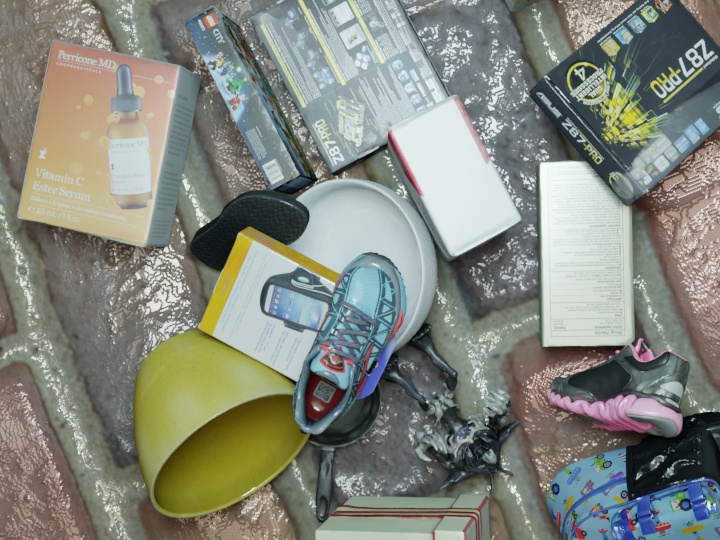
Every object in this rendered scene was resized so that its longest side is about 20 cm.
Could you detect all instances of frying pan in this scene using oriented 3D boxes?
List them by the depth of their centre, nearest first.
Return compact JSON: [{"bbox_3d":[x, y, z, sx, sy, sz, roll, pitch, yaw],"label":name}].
[{"bbox_3d":[-0.021,0.178,1.489,0.114,0.031,0.192,-17,93,7],"label":"frying pan"}]

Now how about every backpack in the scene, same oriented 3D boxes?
[{"bbox_3d":[0.301,0.272,1.388,0.199,0.135,0.183,-19,122,19],"label":"backpack"}]

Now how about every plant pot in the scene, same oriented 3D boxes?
[{"bbox_3d":[-0.169,0.151,1.440,0.200,0.200,0.142,-39,59,5],"label":"plant pot"}]

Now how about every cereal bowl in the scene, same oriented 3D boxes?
[{"bbox_3d":[0.000,0.000,1.445,0.199,0.083,0.202,2,94,28],"label":"cereal bowl"}]

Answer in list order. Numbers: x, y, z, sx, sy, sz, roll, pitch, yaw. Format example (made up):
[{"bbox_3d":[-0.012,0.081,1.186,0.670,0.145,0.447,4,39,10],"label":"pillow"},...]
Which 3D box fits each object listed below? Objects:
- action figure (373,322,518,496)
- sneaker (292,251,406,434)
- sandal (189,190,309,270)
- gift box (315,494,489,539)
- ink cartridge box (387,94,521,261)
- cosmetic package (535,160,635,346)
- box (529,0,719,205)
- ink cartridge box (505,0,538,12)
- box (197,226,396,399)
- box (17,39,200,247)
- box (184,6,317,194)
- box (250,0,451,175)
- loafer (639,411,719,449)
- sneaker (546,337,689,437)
[{"bbox_3d":[0.103,0.163,1.439,0.119,0.102,0.200,-39,94,-6],"label":"action figure"},{"bbox_3d":[-0.012,0.081,1.313,0.079,0.096,0.201,22,108,3],"label":"sneaker"},{"bbox_3d":[-0.122,-0.055,1.435,0.075,0.200,0.048,40,56,-22],"label":"sandal"},{"bbox_3d":[0.064,0.350,1.415,0.185,0.184,0.202,-3,98,15],"label":"gift box"},{"bbox_3d":[0.095,-0.092,1.392,0.083,0.200,0.146,-28,88,1],"label":"ink cartridge box"},{"bbox_3d":[0.245,-0.019,1.441,0.103,0.073,0.202,0,91,5],"label":"cosmetic package"},{"bbox_3d":[0.301,-0.189,1.398,0.200,0.049,0.162,-38,88,-23],"label":"box"},{"bbox_3d":[0.211,-0.348,1.376,0.145,0.200,0.083,-25,91,5],"label":"ink cartridge box"},{"bbox_3d":[-0.060,0.053,1.390,0.199,0.041,0.120,28,108,4],"label":"box"},{"bbox_3d":[-0.279,-0.139,1.470,0.151,0.106,0.202,11,92,5],"label":"box"},{"bbox_3d":[-0.116,-0.182,1.439,0.037,0.137,0.201,-27,89,7],"label":"box"},{"bbox_3d":[-0.007,-0.231,1.474,0.160,0.049,0.201,-29,88,3],"label":"box"},{"bbox_3d":[0.407,0.189,1.432,0.198,0.073,0.073,-12,94,6],"label":"loafer"},{"bbox_3d":[0.277,0.119,1.396,0.079,0.200,0.096,25,78,-27],"label":"sneaker"}]
